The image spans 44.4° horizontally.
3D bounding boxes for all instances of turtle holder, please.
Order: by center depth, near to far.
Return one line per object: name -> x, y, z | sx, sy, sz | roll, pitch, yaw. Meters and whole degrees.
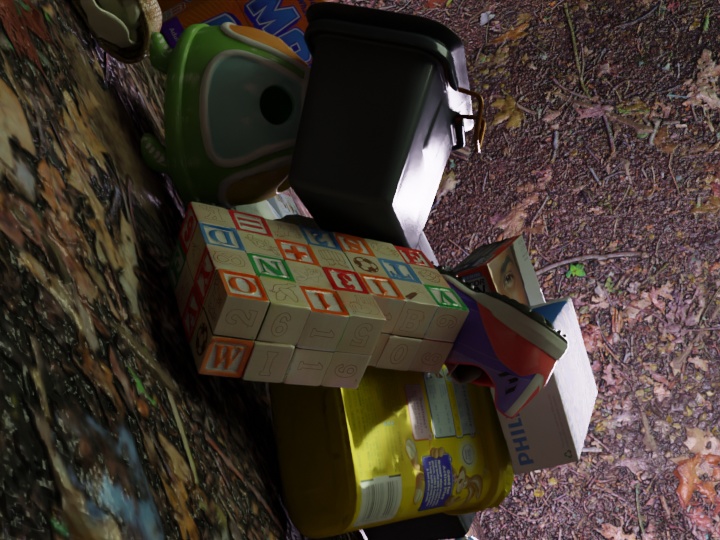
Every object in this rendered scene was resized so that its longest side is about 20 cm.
turtle holder -> -0.100, -0.111, 0.730 | 0.141, 0.129, 0.189 | 71, 24, -65

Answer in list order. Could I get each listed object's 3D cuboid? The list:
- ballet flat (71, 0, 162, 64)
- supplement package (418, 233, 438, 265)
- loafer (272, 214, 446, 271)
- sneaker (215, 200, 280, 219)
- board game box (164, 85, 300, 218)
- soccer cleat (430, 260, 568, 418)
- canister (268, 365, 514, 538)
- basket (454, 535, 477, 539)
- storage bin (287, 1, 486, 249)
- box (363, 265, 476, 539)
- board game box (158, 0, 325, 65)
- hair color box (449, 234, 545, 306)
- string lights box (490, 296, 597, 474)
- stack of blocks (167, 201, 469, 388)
ballet flat -> -0.211, -0.237, 0.673 | 0.201, 0.069, 0.066 | 55, 24, -52
supplement package -> 0.035, -0.011, 1.638 | 0.149, 0.197, 0.192 | 62, 5, -26
loafer -> 0.000, 0.000, 0.830 | 0.197, 0.074, 0.072 | 24, 32, -7
sneaker -> -0.116, -0.051, 0.855 | 0.202, 0.072, 0.072 | 59, -25, -11
board game box -> -0.132, -0.113, 0.980 | 0.203, 0.063, 0.148 | 64, 4, 3
soccer cleat -> 0.075, 0.046, 0.689 | 0.068, 0.074, 0.199 | 34, -3, -34
canister -> 0.028, 0.127, 0.706 | 0.198, 0.086, 0.151 | 7, 68, -48
basket -> 0.171, 0.419, 1.027 | 0.199, 0.139, 0.177 | 26, -24, 41
storage bin -> 0.021, -0.095, 0.708 | 0.200, 0.143, 0.137 | 54, 50, -73
box -> 0.053, 0.136, 0.914 | 0.202, 0.122, 0.197 | 64, 32, -15
board game box -> -0.141, -0.323, 1.184 | 0.201, 0.197, 0.201 | -111, 175, -52
hair color box -> 0.163, 0.077, 0.939 | 0.111, 0.063, 0.203 | -33, 103, -55
string lights box -> 0.165, 0.096, 0.793 | 0.200, 0.058, 0.105 | -24, 98, -69
stack of blocks -> -0.025, 0.023, 0.617 | 0.197, 0.059, 0.116 | 10, 28, -30
